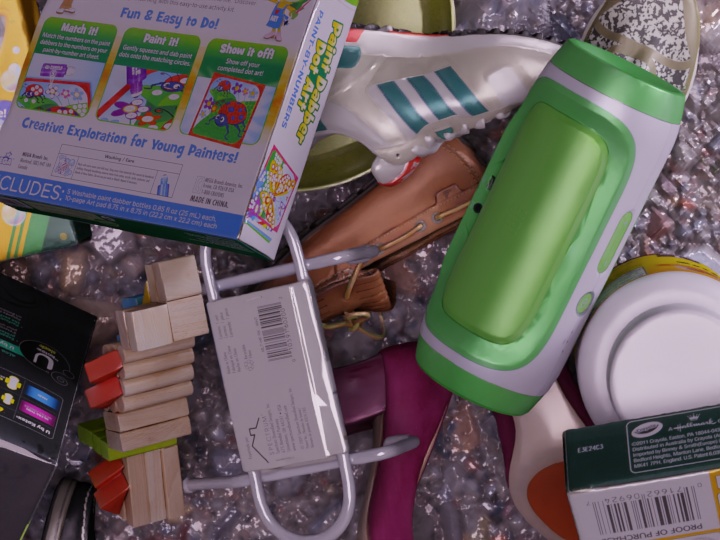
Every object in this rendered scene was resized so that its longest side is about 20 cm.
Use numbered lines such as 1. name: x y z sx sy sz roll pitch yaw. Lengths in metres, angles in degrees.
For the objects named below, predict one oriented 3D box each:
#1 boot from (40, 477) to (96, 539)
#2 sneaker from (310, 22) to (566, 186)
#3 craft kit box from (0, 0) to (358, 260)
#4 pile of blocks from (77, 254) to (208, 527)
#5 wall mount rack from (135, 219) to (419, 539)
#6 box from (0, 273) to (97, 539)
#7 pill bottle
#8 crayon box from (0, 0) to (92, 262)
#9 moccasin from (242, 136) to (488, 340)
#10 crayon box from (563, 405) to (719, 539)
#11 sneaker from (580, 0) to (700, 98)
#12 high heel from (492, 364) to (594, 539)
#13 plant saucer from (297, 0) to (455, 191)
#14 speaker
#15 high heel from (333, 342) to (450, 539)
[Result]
1. boot: -0.127 0.232 1.384 0.153 0.073 0.205 3 96 1
2. sneaker: 0.045 -0.094 1.304 0.199 0.070 0.094 4 91 13
3. craft kit box: -0.108 -0.118 1.282 0.199 0.048 0.199 12 81 34
4. pile of blocks: -0.141 0.069 1.311 0.062 0.082 0.201 -13 133 -29
5. wall mount rack: -0.061 0.062 1.297 0.173 0.075 0.201 -12 90 23
6. box: -0.245 0.100 1.292 0.124 0.200 0.149 24 111 -10
7. pill bottle: 0.178 0.051 1.277 0.109 0.200 0.110 0 95 4
8. crayon box: -0.252 -0.101 1.373 0.125 0.052 0.201 -13 93 5
9. moccasin: 0.000 0.000 1.356 0.201 0.074 0.078 -38 83 -1
10. crayon box: 0.189 0.162 1.191 0.125 0.052 0.201 -10 127 10
11. sneaker: 0.148 -0.087 1.324 0.077 0.089 0.201 25 96 2
12. high heel: 0.111 0.076 1.371 0.067 0.096 0.201 -15 115 11
13. plant saucer: -0.040 -0.149 1.363 0.199 0.031 0.201 0 96 4
14. speaker: 0.104 -0.023 1.237 0.088 0.088 0.201 26 103 2
15. high heel: 0.040 0.143 1.338 0.096 0.067 0.201 -12 82 -11
